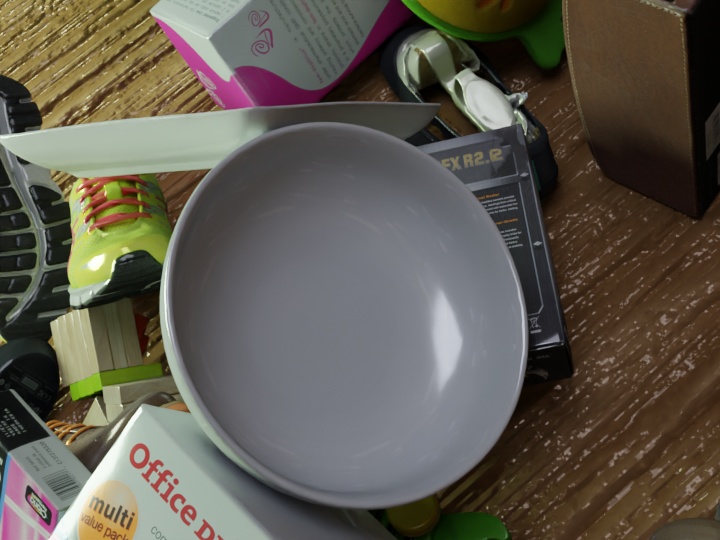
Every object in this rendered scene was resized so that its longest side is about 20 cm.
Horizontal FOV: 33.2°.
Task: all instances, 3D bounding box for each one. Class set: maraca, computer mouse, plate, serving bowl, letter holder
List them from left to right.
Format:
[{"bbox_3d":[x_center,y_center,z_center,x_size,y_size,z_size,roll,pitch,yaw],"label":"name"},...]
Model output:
[{"bbox_3d":[-0.273,0.129,0.812,0.034,0.059,0.200,23,72,46],"label":"computer mouse"},{"bbox_3d":[-0.080,-0.079,0.739,0.199,0.200,0.032,-2,96,33],"label":"plate"},{"bbox_3d":[-0.013,0.027,0.632,0.200,0.066,0.200,8,69,-22],"label":"serving bowl"},{"bbox_3d":[0.092,-0.221,0.838,0.107,0.200,0.137,10,78,64],"label":"maraca"},{"bbox_3d":[0.170,-0.148,0.749,0.142,0.200,0.101,28,72,29],"label":"letter holder"}]

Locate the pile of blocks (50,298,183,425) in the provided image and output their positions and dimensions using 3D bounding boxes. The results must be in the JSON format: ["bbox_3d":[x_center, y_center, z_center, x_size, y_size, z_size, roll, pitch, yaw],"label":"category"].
[{"bbox_3d":[-0.136,0.104,0.787,0.062,0.082,0.200,-7,57,-40],"label":"pile of blocks"}]

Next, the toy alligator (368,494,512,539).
[{"bbox_3d":[-0.010,0.145,0.713,0.200,0.059,0.054,14,65,24],"label":"toy alligator"}]

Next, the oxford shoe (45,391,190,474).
[{"bbox_3d":[-0.173,0.117,0.714,0.200,0.071,0.073,-41,76,33],"label":"oxford shoe"}]

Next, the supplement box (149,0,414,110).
[{"bbox_3d":[-0.038,-0.209,0.896,0.200,0.101,0.103,-44,40,-12],"label":"supplement box"}]

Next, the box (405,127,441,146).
[{"bbox_3d":[0.000,0.000,0.805,0.200,0.049,0.160,-39,55,-8],"label":"box"}]

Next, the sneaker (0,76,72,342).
[{"bbox_3d":[-0.254,-0.036,0.887,0.078,0.090,0.200,-5,74,-24],"label":"sneaker"}]

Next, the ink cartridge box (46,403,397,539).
[{"bbox_3d":[-0.084,0.194,0.623,0.145,0.145,0.200,38,95,32],"label":"ink cartridge box"}]

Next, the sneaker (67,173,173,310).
[{"bbox_3d":[-0.159,-0.031,0.784,0.078,0.090,0.200,-13,12,-12],"label":"sneaker"}]

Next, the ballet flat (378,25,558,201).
[{"bbox_3d":[0.071,-0.127,0.847,0.073,0.073,0.200,-32,56,-4],"label":"ballet flat"}]

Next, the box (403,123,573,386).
[{"bbox_3d":[0.017,0.005,0.739,0.200,0.048,0.159,-12,57,9],"label":"box"}]

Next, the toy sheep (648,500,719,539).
[{"bbox_3d":[0.241,0.148,0.594,0.200,0.138,0.138,0,60,11],"label":"toy sheep"}]

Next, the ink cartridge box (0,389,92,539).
[{"bbox_3d":[-0.197,0.174,0.687,0.037,0.200,0.095,-18,45,-43],"label":"ink cartridge box"}]
